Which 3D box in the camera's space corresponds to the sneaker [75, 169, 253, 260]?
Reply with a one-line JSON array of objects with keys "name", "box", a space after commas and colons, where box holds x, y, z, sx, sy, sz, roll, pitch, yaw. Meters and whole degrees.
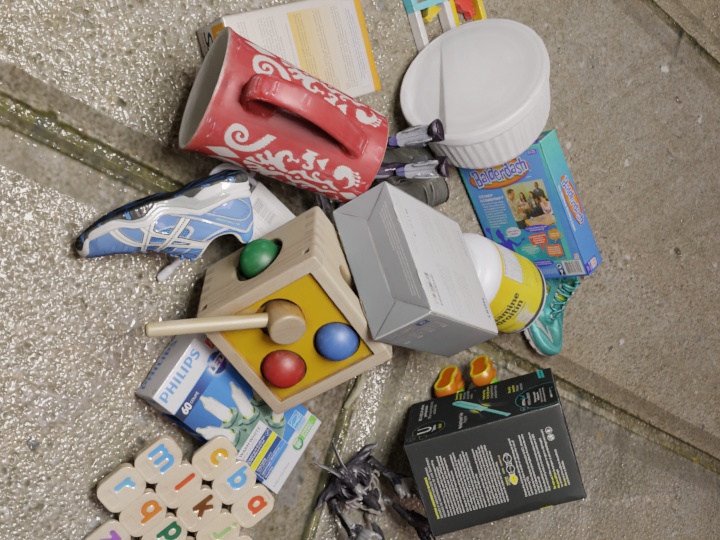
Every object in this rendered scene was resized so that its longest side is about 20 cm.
[{"name": "sneaker", "box": [-0.207, -0.043, 0.980, 0.197, 0.076, 0.078, -16, 107, 1]}]

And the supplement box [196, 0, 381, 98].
[{"name": "supplement box", "box": [-0.083, -0.252, 1.106, 0.198, 0.073, 0.128, -21, 103, -33]}]

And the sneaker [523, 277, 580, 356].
[{"name": "sneaker", "box": [0.284, 0.028, 1.366, 0.077, 0.079, 0.204, 0, 91, -37]}]

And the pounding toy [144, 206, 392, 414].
[{"name": "pounding toy", "box": [-0.092, 0.049, 0.989, 0.201, 0.182, 0.143, 52, 20, -29]}]

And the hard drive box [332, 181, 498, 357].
[{"name": "hard drive box", "box": [0.067, 0.006, 1.047, 0.199, 0.076, 0.158, 20, 47, -58]}]

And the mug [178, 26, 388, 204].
[{"name": "mug", "box": [-0.075, -0.146, 0.970, 0.198, 0.178, 0.135, 21, 111, -24]}]

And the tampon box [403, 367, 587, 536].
[{"name": "tampon box", "box": [0.169, 0.228, 1.171, 0.197, 0.150, 0.128, -17, 99, 11]}]

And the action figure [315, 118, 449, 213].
[{"name": "action figure", "box": [0.005, -0.134, 1.104, 0.069, 0.197, 0.132, -56, 136, -68]}]

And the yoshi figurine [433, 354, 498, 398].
[{"name": "yoshi figurine", "box": [0.180, 0.229, 1.281, 0.111, 0.112, 0.202, -37, 112, -21]}]

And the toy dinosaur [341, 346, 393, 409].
[{"name": "toy dinosaur", "box": [0.006, 0.071, 1.112, 0.047, 0.087, 0.204, -8, 96, -43]}]

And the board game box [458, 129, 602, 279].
[{"name": "board game box", "box": [0.235, -0.085, 1.285, 0.045, 0.151, 0.202, -38, 112, -38]}]

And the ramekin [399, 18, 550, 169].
[{"name": "ramekin", "box": [0.158, -0.226, 1.211, 0.204, 0.200, 0.094, -61, 144, -18]}]

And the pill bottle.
[{"name": "pill bottle", "box": [0.159, 0.014, 1.232, 0.199, 0.111, 0.114, 19, 79, -48]}]

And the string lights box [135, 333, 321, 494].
[{"name": "string lights box", "box": [-0.151, 0.160, 1.068, 0.200, 0.059, 0.103, 44, 68, -27]}]

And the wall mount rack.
[{"name": "wall mount rack", "box": [-0.134, -0.022, 1.077, 0.200, 0.074, 0.175, 45, 63, -26]}]

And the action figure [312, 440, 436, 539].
[{"name": "action figure", "box": [0.025, 0.302, 1.171, 0.119, 0.102, 0.200, -48, 118, -12]}]

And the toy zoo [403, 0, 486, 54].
[{"name": "toy zoo", "box": [0.115, -0.382, 1.280, 0.130, 0.020, 0.203, -27, 106, -32]}]

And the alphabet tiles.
[{"name": "alphabet tiles", "box": [-0.201, 0.282, 1.029, 0.195, 0.015, 0.201, -37, 114, -10]}]

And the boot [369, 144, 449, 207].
[{"name": "boot", "box": [0.037, -0.149, 1.212, 0.131, 0.067, 0.202, -45, 115, -40]}]
